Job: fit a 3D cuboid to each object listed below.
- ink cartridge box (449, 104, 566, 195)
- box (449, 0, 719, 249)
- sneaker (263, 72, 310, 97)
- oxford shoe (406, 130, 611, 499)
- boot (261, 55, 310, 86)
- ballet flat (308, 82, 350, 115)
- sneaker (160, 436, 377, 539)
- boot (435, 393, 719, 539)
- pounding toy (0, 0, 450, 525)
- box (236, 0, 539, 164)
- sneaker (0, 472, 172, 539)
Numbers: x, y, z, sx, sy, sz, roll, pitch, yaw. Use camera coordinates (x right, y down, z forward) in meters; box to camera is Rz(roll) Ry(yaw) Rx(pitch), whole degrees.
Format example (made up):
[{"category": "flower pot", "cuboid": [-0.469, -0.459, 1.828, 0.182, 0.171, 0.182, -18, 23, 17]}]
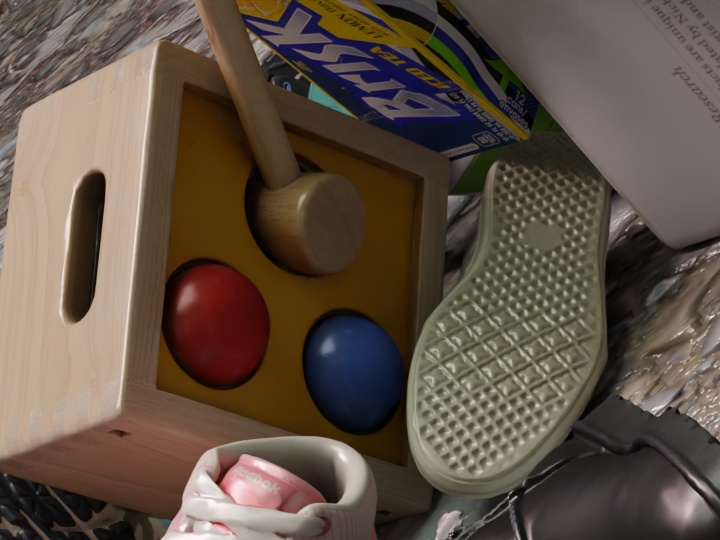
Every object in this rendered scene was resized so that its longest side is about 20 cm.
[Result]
[{"category": "ink cartridge box", "cuboid": [0.054, -0.102, 1.234, 0.075, 0.148, 0.200, -7, -24, -20]}, {"category": "box", "cuboid": [0.161, -0.157, 1.033, 0.171, 0.200, 0.199, -23, 26, 52]}, {"category": "sneaker", "cuboid": [-0.064, -0.048, 1.245, 0.073, 0.112, 0.200, -14, -15, 21]}, {"category": "oxford shoe", "cuboid": [0.065, 0.024, 1.051, 0.200, 0.075, 0.058, -72, -8, -47]}, {"category": "boot", "cuboid": [-0.042, -0.079, 1.490, 0.198, 0.074, 0.162, -39, 18, -17]}, {"category": "ballet flat", "cuboid": [0.000, 0.000, 1.183, 0.067, 0.070, 0.201, 17, 98, 50]}, {"category": "sneaker", "cuboid": [-0.061, 0.122, 0.896, 0.075, 0.105, 0.200, 26, 36, 28]}, {"category": "boot", "cuboid": [0.051, 0.116, 0.806, 0.162, 0.073, 0.198, -40, 9, -5]}, {"category": "pounding toy", "cuboid": [-0.052, -0.014, 1.037, 0.142, 0.184, 0.201, -20, 59, 47]}, {"category": "box", "cuboid": [-0.010, -0.125, 1.048, 0.070, 0.200, 0.065, -14, 47, 46]}, {"category": "sneaker", "cuboid": [-0.130, 0.122, 1.089, 0.200, 0.078, 0.086, 9, -47, -50]}]
